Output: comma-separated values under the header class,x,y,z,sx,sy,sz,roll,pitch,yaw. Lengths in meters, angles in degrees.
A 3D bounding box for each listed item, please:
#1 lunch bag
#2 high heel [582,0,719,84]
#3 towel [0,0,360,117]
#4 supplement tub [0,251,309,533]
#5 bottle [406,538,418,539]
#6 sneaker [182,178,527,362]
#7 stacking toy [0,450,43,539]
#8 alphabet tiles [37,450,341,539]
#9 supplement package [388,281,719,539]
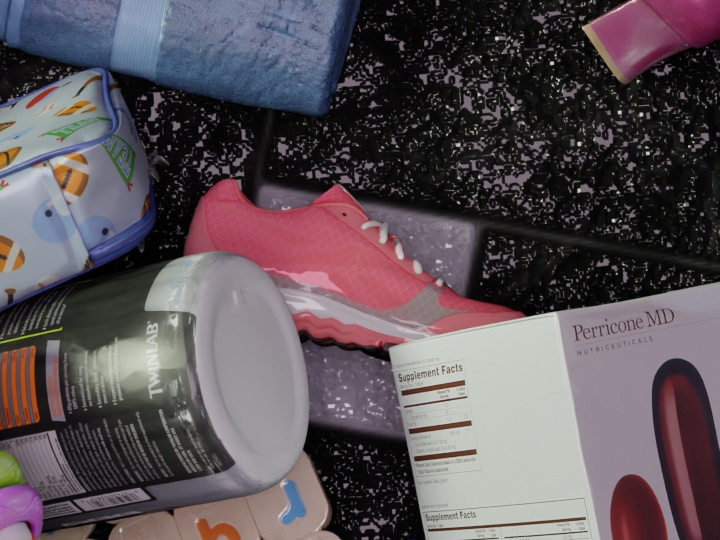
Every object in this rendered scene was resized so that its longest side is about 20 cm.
class,x,y,z,sx,sy,sz,roll,pitch,yaw
lunch bag,-0.196,-0.032,1.188,0.199,0.160,0.076,-21,111,-2
high heel,0.128,-0.202,1.226,0.096,0.067,0.200,-32,92,18
towel,-0.099,-0.155,1.243,0.199,0.049,0.112,13,88,0
supplement tub,-0.137,0.066,1.169,0.199,0.122,0.123,-12,87,25
bottle,0.019,0.245,1.212,0.083,0.065,0.201,21,87,6
sneaker,0.000,0.000,1.223,0.199,0.074,0.087,11,85,1
stacking toy,-0.188,0.110,1.050,0.110,0.116,0.200,-36,69,-26
alphabet tiles,-0.101,0.175,1.221,0.199,0.015,0.196,-25,74,6
supplement package,0.146,0.113,1.143,0.191,0.147,0.201,-10,88,-32
